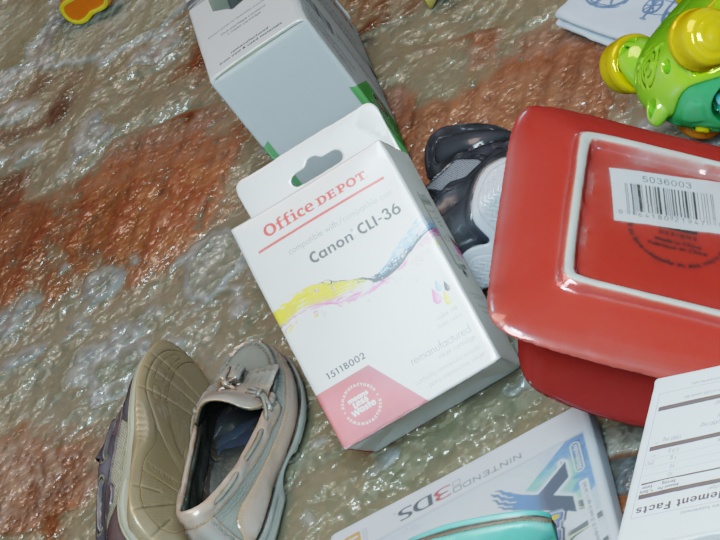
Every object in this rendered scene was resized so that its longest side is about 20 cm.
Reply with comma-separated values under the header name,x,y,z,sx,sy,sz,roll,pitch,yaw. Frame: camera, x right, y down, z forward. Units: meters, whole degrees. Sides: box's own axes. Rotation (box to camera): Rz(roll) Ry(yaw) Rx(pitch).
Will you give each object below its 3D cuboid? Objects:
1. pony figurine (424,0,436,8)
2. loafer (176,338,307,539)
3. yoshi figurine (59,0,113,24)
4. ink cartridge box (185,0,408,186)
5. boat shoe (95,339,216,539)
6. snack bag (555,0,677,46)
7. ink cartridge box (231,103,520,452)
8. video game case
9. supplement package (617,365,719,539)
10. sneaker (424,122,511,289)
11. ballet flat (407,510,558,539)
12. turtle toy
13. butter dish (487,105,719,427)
name,x,y,z,sx,sy,sz,roll,pitch,yaw
pony figurine,0.094,-0.323,2.141,0.200,0.167,0.193,-32,65,4
loafer,-0.081,0.109,1.832,0.072,0.063,0.200,-23,36,23
yoshi figurine,-0.226,-0.315,2.463,0.112,0.112,0.200,-1,43,21
ink cartridge box,-0.052,-0.157,2.055,0.084,0.146,0.200,-34,32,9
boat shoe,-0.142,0.124,1.865,0.065,0.072,0.200,-37,29,26
snack bag,0.252,-0.219,1.953,0.200,0.021,0.189,-46,34,-12
ink cartridge box,0.000,0.000,1.778,0.116,0.067,0.200,-31,76,11
video game case,0.071,0.183,1.634,0.182,0.022,0.200,-29,34,14
supplement package,0.242,0.141,1.355,0.156,0.200,0.111,-15,39,32
sneaker,0.048,-0.027,1.872,0.200,0.076,0.114,-32,28,8
ballet flat,0.029,0.188,1.604,0.200,0.067,0.070,-15,63,32
turtle toy,0.253,-0.157,1.799,0.200,0.101,0.146,-46,10,-16
butter dish,0.166,0.025,1.637,0.200,0.148,0.200,13,45,-2
